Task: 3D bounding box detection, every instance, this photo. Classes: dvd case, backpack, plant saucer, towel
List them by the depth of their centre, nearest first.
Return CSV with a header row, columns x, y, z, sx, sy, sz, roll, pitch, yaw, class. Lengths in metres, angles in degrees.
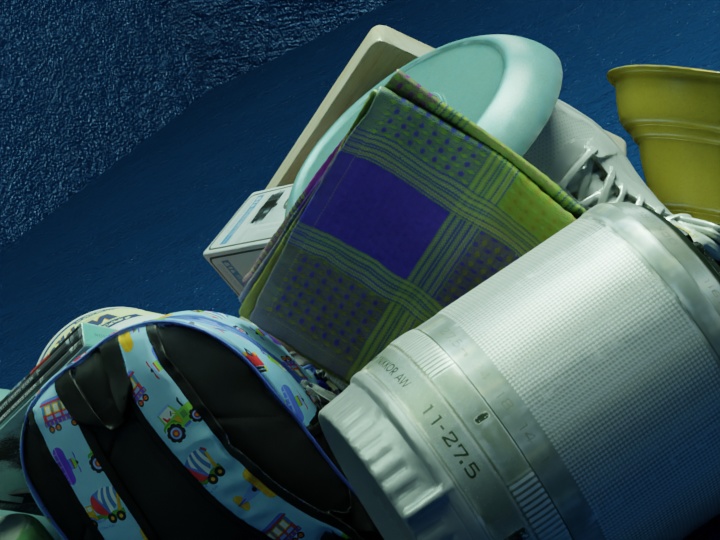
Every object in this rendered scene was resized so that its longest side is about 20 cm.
x,y,z,sx,sy,sz,roll,pitch,yaw,class
0.026,-0.002,1.220,0.200,0.143,0.023,-54,1,42,towel
-0.089,0.113,1.296,0.182,0.200,0.135,-36,9,22,backpack
0.029,-0.074,1.312,0.199,0.027,0.201,-32,24,17,plant saucer
-0.174,0.104,1.462,0.145,0.022,0.200,14,-40,-38,dvd case

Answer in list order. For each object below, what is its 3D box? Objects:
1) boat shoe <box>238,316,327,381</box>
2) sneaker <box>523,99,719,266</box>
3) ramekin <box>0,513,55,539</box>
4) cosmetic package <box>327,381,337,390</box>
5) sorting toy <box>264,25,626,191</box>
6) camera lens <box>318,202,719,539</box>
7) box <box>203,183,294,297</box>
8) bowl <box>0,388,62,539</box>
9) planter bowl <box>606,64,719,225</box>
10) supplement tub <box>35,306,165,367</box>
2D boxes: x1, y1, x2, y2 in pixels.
x,y,z,sx,sy,sz,roll,pitch,yaw,class
-0.094,0.103,1.403,0.200,0.072,0.065,-45,45,19,boat shoe
0.161,-0.034,1.314,0.074,0.200,0.115,-51,18,-10,sneaker
-0.266,0.248,1.477,0.199,0.098,0.200,-30,11,7,ramekin
-0.019,0.108,1.489,0.105,0.071,0.200,-34,12,-11,cosmetic package
0.048,-0.038,1.523,0.200,0.198,0.070,-54,21,37,sorting toy
0.100,0.075,1.102,0.199,0.161,0.160,-33,12,-8,camera lens
0.000,0.000,1.412,0.199,0.117,0.060,-7,37,55,box
-0.285,0.169,1.699,0.104,0.203,0.201,-15,6,-18,bowl
0.241,-0.061,1.388,0.200,0.199,0.084,-174,98,-71,planter bowl
-0.167,0.104,1.703,0.145,0.146,0.200,-35,12,-15,supplement tub
